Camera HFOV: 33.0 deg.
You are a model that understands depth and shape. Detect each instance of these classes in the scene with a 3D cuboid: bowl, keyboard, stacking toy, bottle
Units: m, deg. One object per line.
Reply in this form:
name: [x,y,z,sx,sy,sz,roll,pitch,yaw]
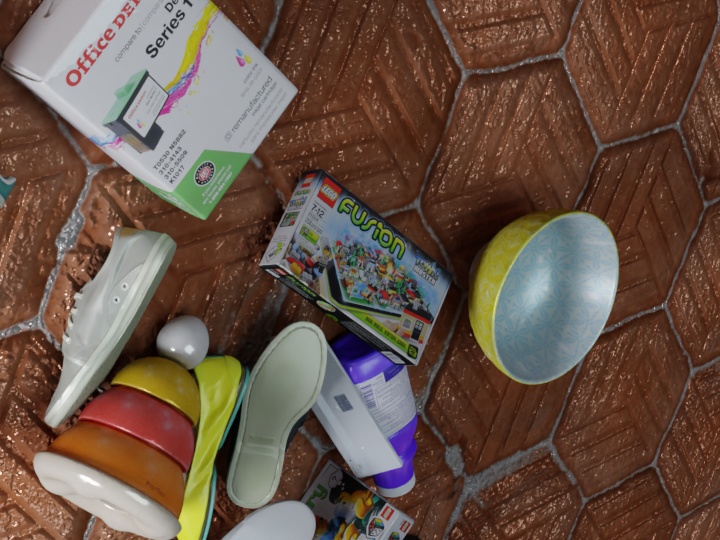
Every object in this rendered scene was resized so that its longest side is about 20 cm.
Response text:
bowl: [0.186,0.016,1.371,0.199,0.107,0.201,-16,118,-34]
keyboard: [-0.024,0.139,1.263,0.056,0.011,0.201,-22,117,18]
stacking toy: [-0.192,0.132,1.114,0.146,0.145,0.201,49,59,-41]
bottle: [0.020,0.157,1.320,0.083,0.065,0.201,-30,125,-24]

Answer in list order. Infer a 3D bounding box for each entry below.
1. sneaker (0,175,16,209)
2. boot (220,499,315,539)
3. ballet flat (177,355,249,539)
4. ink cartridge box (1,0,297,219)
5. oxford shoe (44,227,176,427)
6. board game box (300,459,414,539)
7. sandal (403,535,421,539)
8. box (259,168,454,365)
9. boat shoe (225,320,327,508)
sneaker: [-0.335,-0.112,0.921,0.094,0.070,0.200,-54,133,-33]
boot: [-0.140,0.301,1.234,0.200,0.095,0.074,-37,102,-21]
ballet flat: [-0.165,0.176,1.185,0.067,0.067,0.201,13,97,-21]
ink cartridge box: [-0.171,-0.161,1.013,0.145,0.084,0.200,-55,132,-8]
oxford shoe: [-0.232,0.046,1.074,0.058,0.075,0.201,29,98,-2]
board game box: [-0.045,0.315,1.292,0.201,0.126,0.035,-55,133,-8]
sandal: [0.016,0.401,1.435,0.200,0.043,0.076,-51,132,-12]
box: [0.000,0.000,1.213,0.200,0.035,0.111,37,67,-31]
boat shoe: [-0.088,0.137,1.224,0.074,0.066,0.201,12,103,-12]
